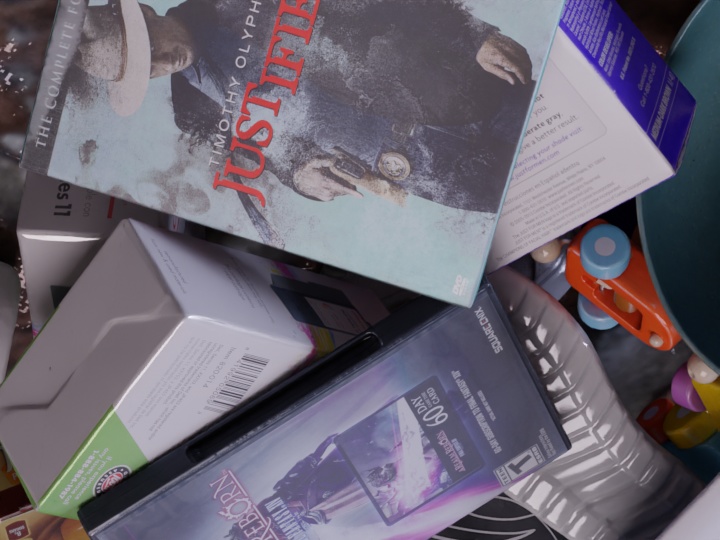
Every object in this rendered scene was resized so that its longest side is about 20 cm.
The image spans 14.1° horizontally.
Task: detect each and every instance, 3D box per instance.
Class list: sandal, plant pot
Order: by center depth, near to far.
[{"bbox_3d":[0.237,-0.038,1.256,0.134,0.201,0.200,7,147,-44],"label":"plant pot"},{"bbox_3d":[0.091,0.073,1.370,0.082,0.050,0.203,-37,110,8],"label":"sandal"}]

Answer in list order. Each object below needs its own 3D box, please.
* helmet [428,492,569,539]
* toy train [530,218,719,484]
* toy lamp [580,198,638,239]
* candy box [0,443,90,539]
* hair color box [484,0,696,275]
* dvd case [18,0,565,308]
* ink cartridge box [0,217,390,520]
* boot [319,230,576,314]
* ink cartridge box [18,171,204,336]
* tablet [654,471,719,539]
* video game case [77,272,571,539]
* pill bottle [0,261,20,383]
[{"bbox_3d":[0.039,0.143,1.462,0.190,0.201,0.200,-16,135,35],"label":"helmet"},{"bbox_3d":[0.153,0.042,1.359,0.150,0.056,0.200,36,162,21],"label":"toy train"},{"bbox_3d":[0.177,0.030,1.419,0.058,0.058,0.200,-22,131,28],"label":"toy lamp"},{"bbox_3d":[-0.132,0.155,1.561,0.115,0.055,0.200,-20,139,-11],"label":"candy box"},{"bbox_3d":[0.039,-0.105,1.234,0.109,0.065,0.200,-28,114,32],"label":"hair color box"},{"bbox_3d":[-0.029,-0.080,1.193,0.199,0.022,0.147,18,109,4],"label":"dvd case"},{"bbox_3d":[-0.051,0.059,1.287,0.200,0.067,0.117,18,119,-45],"label":"ink cartridge box"},{"bbox_3d":[0.000,0.000,1.401,0.200,0.074,0.096,-26,125,20],"label":"boot"},{"bbox_3d":[-0.112,-0.018,1.333,0.067,0.117,0.200,2,137,3],"label":"ink cartridge box"},{"bbox_3d":[0.192,0.112,1.334,0.130,0.014,0.200,-5,147,-33],"label":"tablet"},{"bbox_3d":[-0.011,0.091,1.279,0.200,0.019,0.143,-33,142,-2],"label":"video game case"},{"bbox_3d":[-0.273,0.032,1.419,0.199,0.117,0.117,12,139,-9],"label":"pill bottle"}]
